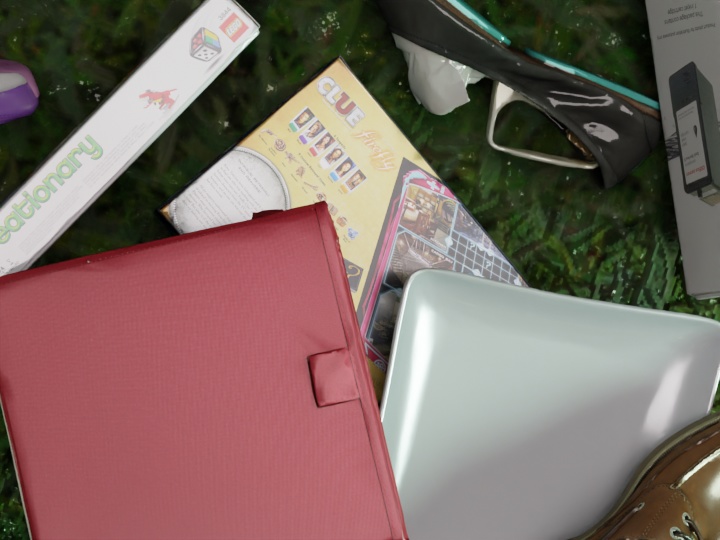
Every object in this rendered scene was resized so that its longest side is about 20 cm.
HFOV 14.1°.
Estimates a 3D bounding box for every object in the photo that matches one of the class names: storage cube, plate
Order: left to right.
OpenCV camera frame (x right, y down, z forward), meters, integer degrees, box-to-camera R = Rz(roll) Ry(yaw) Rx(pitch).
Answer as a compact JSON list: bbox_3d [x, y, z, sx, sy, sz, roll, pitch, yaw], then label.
[{"bbox_3d":[-0.080,0.078,1.479,0.179,0.171,0.201,-12,85,0],"label":"storage cube"},{"bbox_3d":[0.091,0.107,1.613,0.199,0.032,0.201,10,98,-20],"label":"plate"}]

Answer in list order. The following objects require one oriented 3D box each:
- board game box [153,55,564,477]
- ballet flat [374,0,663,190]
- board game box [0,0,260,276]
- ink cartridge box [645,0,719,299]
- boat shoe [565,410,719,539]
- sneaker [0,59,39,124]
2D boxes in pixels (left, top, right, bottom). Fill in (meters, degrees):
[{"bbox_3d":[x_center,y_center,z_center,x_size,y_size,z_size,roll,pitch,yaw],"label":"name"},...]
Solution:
[{"bbox_3d":[0.000,0.000,1.622,0.135,0.035,0.200,-40,95,-7],"label":"board game box"},{"bbox_3d":[0.075,-0.107,1.621,0.200,0.068,0.069,29,94,-7],"label":"ballet flat"},{"bbox_3d":[-0.140,-0.065,1.555,0.035,0.126,0.200,45,83,-6],"label":"board game box"},{"bbox_3d":[0.247,-0.093,1.620,0.145,0.084,0.201,-9,90,-26],"label":"ink cartridge box"},{"bbox_3d":[0.166,0.155,1.596,0.200,0.068,0.072,-41,111,-7],"label":"boat shoe"},{"bbox_3d":[-0.260,-0.047,1.566,0.200,0.080,0.089,-25,100,-3],"label":"sneaker"}]
